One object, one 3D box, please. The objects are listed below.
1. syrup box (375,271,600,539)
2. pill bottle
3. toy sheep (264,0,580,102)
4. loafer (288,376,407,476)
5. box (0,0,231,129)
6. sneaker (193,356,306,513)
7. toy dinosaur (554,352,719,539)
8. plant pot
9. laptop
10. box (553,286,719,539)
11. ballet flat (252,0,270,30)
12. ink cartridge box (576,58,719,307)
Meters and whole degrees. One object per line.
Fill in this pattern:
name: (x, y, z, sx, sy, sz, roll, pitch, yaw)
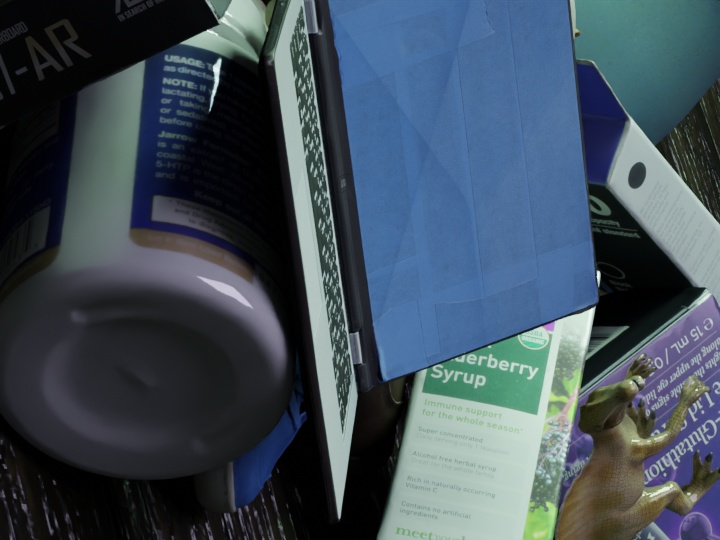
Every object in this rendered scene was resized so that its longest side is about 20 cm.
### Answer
syrup box: (0.056, 0.090, 1.217, 0.082, 0.078, 0.201, 97, 6, -54)
pill bottle: (-0.083, -0.028, 1.040, 0.120, 0.119, 0.201, 50, 28, -38)
toy sheep: (0.024, -0.118, 1.149, 0.199, 0.138, 0.139, -9, 76, -46)
loafer: (0.000, 0.000, 1.242, 0.073, 0.071, 0.201, 6, 53, -15)
box: (-0.110, -0.121, 1.015, 0.044, 0.160, 0.200, 58, 24, -20)
sneaker: (-0.005, 0.023, 1.137, 0.077, 0.111, 0.201, 91, 11, -50)
toy dinosaur: (0.126, 0.110, 1.264, 0.101, 0.058, 0.201, -38, 138, -36)
plant pot: (0.133, -0.154, 1.546, 0.200, 0.187, 0.200, 52, 18, -24)
laptop: (0.034, -0.030, 1.039, 0.200, 0.115, 0.188, -81, 164, -69)
box: (0.150, 0.132, 1.371, 0.148, 0.104, 0.201, -36, 105, -27)
ballet flat: (-0.071, -0.081, 1.200, 0.069, 0.063, 0.201, 52, 26, -33)
ink cartridge box: (0.085, -0.052, 1.384, 0.200, 0.197, 0.044, 46, 66, -42)
